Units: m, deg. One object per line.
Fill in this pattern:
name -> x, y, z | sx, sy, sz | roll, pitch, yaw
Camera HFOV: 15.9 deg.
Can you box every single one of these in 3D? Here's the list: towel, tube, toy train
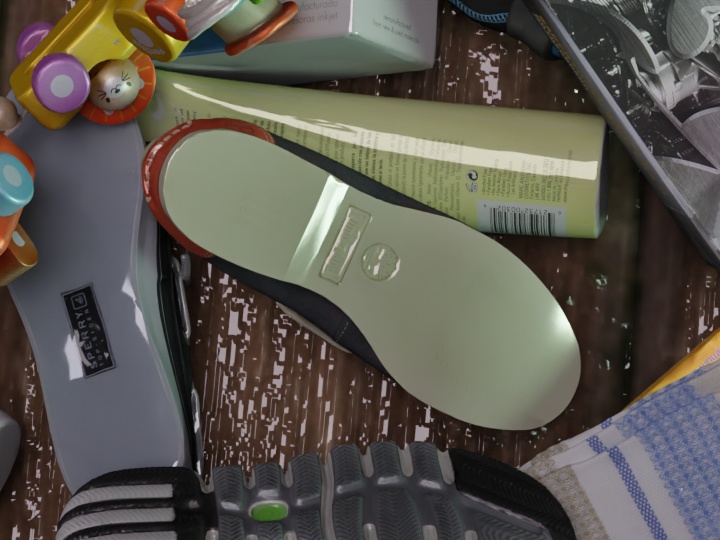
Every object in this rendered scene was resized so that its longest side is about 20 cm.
towel -> 0.132, 0.118, 0.988 | 0.199, 0.024, 0.148 | -32, 84, 26
tube -> 0.003, -0.047, 1.066 | 0.198, 0.052, 0.059 | 3, 85, 8
toy train -> -0.093, -0.064, 0.989 | 0.200, 0.151, 0.056 | -35, 116, 28

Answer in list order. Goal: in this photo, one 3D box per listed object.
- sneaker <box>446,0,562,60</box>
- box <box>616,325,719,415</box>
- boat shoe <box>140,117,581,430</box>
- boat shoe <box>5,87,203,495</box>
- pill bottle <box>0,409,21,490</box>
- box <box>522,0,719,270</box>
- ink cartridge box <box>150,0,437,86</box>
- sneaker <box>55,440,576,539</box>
sneaker -> 0.093, -0.192, 1.067 | 0.082, 0.073, 0.201 | 26, 85, 13
box -> 0.178, 0.124, 1.020 | 0.119, 0.041, 0.200 | -40, 75, 1
boat shoe -> 0.000, 0.000, 1.038 | 0.199, 0.063, 0.072 | 29, 86, -17
boat shoe -> -0.102, 0.011, 1.065 | 0.073, 0.068, 0.201 | -20, 73, 5
pill bottle -> -0.242, 0.040, 1.060 | 0.199, 0.111, 0.111 | 34, 87, 12
box -> 0.176, -0.121, 1.020 | 0.200, 0.048, 0.159 | -36, 101, -3
ink cartridge box -> -0.029, -0.183, 1.066 | 0.115, 0.068, 0.202 | -4, 79, 33
sneaker -> -0.017, 0.131, 1.010 | 0.198, 0.116, 0.075 | 1, 41, -1
